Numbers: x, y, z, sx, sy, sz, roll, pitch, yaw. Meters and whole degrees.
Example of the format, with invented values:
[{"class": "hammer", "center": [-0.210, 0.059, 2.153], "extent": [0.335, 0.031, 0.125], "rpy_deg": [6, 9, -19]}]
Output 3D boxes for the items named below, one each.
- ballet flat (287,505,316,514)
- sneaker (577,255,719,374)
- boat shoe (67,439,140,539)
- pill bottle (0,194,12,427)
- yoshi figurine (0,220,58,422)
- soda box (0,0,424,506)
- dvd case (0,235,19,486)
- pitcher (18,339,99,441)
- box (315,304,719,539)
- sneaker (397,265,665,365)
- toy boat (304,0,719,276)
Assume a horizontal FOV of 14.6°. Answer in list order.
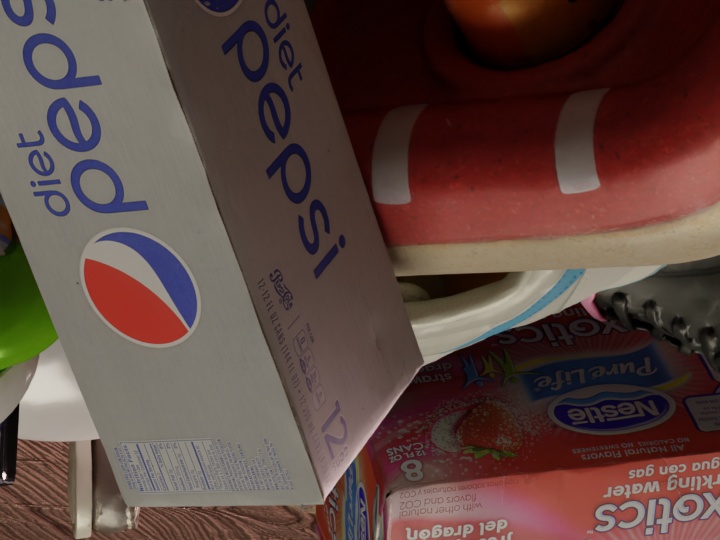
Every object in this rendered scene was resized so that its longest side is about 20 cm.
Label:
[{"class": "ballet flat", "center": [0.033, 0.081, 1.144], "extent": [0.199, 0.069, 0.067], "rpy_deg": [16, 166, -8]}, {"class": "sneaker", "center": [0.115, 0.021, 0.887], "extent": [0.199, 0.100, 0.071], "rpy_deg": [0, 169, 14]}, {"class": "boat shoe", "center": [-0.095, 0.049, 1.253], "extent": [0.059, 0.072, 0.200], "rpy_deg": [8, -149, -3]}, {"class": "pill bottle", "center": [-0.182, 0.065, 0.979], "extent": [0.111, 0.201, 0.112], "rpy_deg": [3, 170, 0]}, {"class": "yoshi figurine", "center": [-0.145, 0.057, 0.870], "extent": [0.199, 0.112, 0.113], "rpy_deg": [-31, 137, -6]}, {"class": "soda box", "center": [-0.051, -0.042, 0.689], "extent": [0.063, 0.201, 0.068], "rpy_deg": [-4, -152, 30]}, {"class": "dvd case", "center": [-0.226, 0.003, 1.064], "extent": [0.199, 0.151, 0.025], "rpy_deg": [1, 173, 7]}, {"class": "pitcher", "center": [-0.076, 0.002, 1.130], "extent": [0.199, 0.122, 0.171], "rpy_deg": [-2, 170, -28]}, {"class": "box", "center": [0.090, 0.072, 0.964], "extent": [0.199, 0.096, 0.100], "rpy_deg": [-6, -146, -13]}, {"class": "sneaker", "center": [0.000, 0.000, 0.867], "extent": [0.199, 0.077, 0.081], "rpy_deg": [-28, 164, 32]}, {"class": "toy boat", "center": [0.043, -0.081, 0.729], "extent": [0.199, 0.131, 0.131], "rpy_deg": [-4, 138, 29]}]
